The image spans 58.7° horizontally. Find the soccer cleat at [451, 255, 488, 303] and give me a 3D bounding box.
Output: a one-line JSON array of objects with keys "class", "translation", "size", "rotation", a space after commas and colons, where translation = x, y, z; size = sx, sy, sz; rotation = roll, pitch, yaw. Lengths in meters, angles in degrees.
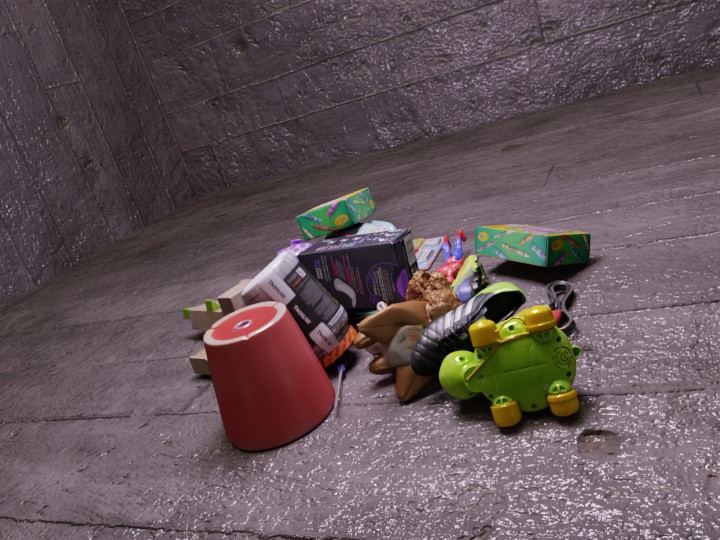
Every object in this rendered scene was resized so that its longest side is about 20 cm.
[{"class": "soccer cleat", "translation": [0.204, 0.024, 1.260], "size": [0.083, 0.065, 0.200], "rotation": [-24, 14, 20]}]

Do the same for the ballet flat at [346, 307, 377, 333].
[{"class": "ballet flat", "translation": [-0.002, 0.096, 1.243], "size": [0.068, 0.069, 0.200], "rotation": [-28, 20, -31]}]

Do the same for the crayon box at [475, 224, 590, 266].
[{"class": "crayon box", "translation": [0.338, -0.053, 1.275], "size": [0.118, 0.059, 0.200], "rotation": [-5, 11, -30]}]

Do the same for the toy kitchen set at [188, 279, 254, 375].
[{"class": "toy kitchen set", "translation": [-0.242, 0.100, 1.290], "size": [0.199, 0.181, 0.163], "rotation": [-3, 23, 37]}]

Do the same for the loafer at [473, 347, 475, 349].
[{"class": "loafer", "translation": [0.198, 0.093, 1.059], "size": [0.070, 0.070, 0.200], "rotation": [-20, 19, -5]}]

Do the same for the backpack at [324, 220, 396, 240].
[{"class": "backpack", "translation": [0.021, -0.019, 1.373], "size": [0.150, 0.178, 0.200], "rotation": [-25, 12, -13]}]

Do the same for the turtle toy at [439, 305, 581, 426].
[{"class": "turtle toy", "translation": [0.201, 0.130, 0.875], "size": [0.199, 0.147, 0.101], "rotation": [-16, -2, 18]}]

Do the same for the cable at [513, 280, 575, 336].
[{"class": "cable", "translation": [0.325, 0.057, 1.067], "size": [0.097, 0.051, 0.200], "rotation": [-1, 27, 40]}]

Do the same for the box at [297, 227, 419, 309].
[{"class": "box", "translation": [0.000, 0.000, 1.216], "size": [0.199, 0.123, 0.106], "rotation": [-6, 16, 25]}]

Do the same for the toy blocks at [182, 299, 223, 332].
[{"class": "toy blocks", "translation": [-0.305, 0.100, 1.518], "size": [0.199, 0.101, 0.136], "rotation": [-1, 14, 41]}]

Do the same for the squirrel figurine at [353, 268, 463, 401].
[{"class": "squirrel figurine", "translation": [0.084, 0.095, 1.071], "size": [0.200, 0.142, 0.187], "rotation": [-39, 4, -6]}]

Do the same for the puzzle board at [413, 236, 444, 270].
[{"class": "puzzle board", "translation": [0.123, -0.038, 1.585], "size": [0.150, 0.017, 0.200], "rotation": [-10, 21, 26]}]

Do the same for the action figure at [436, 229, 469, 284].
[{"class": "action figure", "translation": [0.205, -0.022, 1.412], "size": [0.065, 0.052, 0.200], "rotation": [-17, 23, 22]}]

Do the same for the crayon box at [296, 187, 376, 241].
[{"class": "crayon box", "translation": [-0.048, -0.125, 1.396], "size": [0.118, 0.059, 0.200], "rotation": [-18, 8, 18]}]

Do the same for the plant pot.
[{"class": "plant pot", "translation": [-0.159, 0.161, 1.046], "size": [0.199, 0.178, 0.201], "rotation": [-17, 18, 6]}]

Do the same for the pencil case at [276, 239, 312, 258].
[{"class": "pencil case", "translation": [-0.116, 0.044, 1.314], "size": [0.083, 0.201, 0.086], "rotation": [-4, 19, 9]}]

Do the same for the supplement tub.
[{"class": "supplement tub", "translation": [-0.107, 0.074, 1.154], "size": [0.122, 0.200, 0.123], "rotation": [-42, 8, 7]}]

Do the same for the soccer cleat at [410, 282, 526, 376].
[{"class": "soccer cleat", "translation": [0.156, 0.085, 0.945], "size": [0.200, 0.068, 0.081], "rotation": [-38, 5, -4]}]

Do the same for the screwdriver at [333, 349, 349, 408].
[{"class": "screwdriver", "translation": [-0.034, 0.186, 1.098], "size": [0.028, 0.029, 0.200], "rotation": [-16, 22, 8]}]
